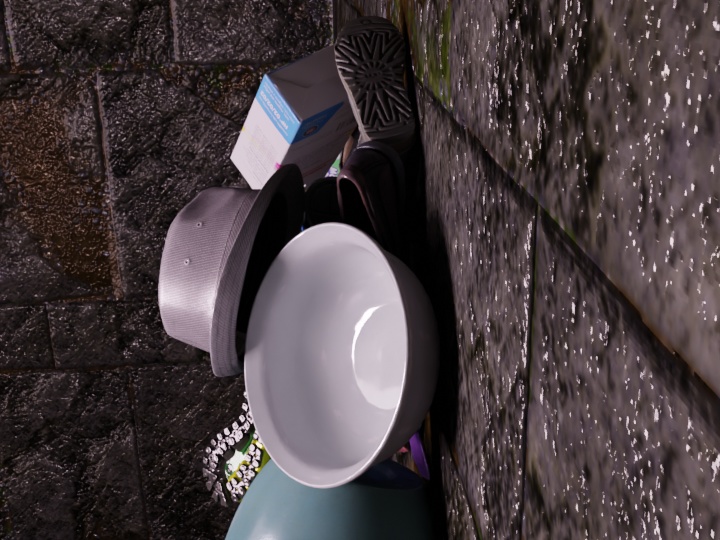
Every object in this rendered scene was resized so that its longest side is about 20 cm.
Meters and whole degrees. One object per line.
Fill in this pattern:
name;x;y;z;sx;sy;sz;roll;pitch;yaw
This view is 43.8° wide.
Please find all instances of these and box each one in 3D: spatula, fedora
spatula;0.047;0.075;0.771;0.057;0.020;0.202;137;135;-80
fedora;-0.123;-0.007;0.811;0.177;0.089;0.202;77;-152;-72

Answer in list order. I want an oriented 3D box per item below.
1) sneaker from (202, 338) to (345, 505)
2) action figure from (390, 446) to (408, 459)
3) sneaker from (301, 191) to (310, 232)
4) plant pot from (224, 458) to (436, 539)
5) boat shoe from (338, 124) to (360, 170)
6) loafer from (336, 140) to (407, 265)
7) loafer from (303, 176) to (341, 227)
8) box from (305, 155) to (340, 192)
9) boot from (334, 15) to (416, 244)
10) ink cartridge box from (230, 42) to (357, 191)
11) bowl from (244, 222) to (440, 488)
sneaker;-0.070;0.132;0.843;0.078;0.085;0.201;48;115;25
action figure;-0.029;0.181;1.032;0.199;0.149;0.135;9;130;52
sneaker;-0.038;-0.055;1.016;0.112;0.073;0.201;46;-171;-46
plant pot;-0.025;0.241;0.766;0.201;0.199;0.163;-139;62;-86
boat shoe;0.004;-0.176;1.034;0.200;0.060;0.075;95;174;-64
loafer;0.007;-0.011;0.796;0.063;0.071;0.202;-40;-48;-49
loafer;0.000;0.000;0.886;0.063;0.071;0.202;-129;18;-78
box;-0.024;-0.183;1.179;0.201;0.048;0.118;103;-172;-49
boot;0.017;-0.122;0.896;0.201;0.072;0.183;81;-177;-60
ink cartridge box;-0.070;-0.151;0.991;0.068;0.115;0.200;53;148;9
bowl;-0.001;0.068;0.717;0.200;0.090;0.203;-10;76;48
